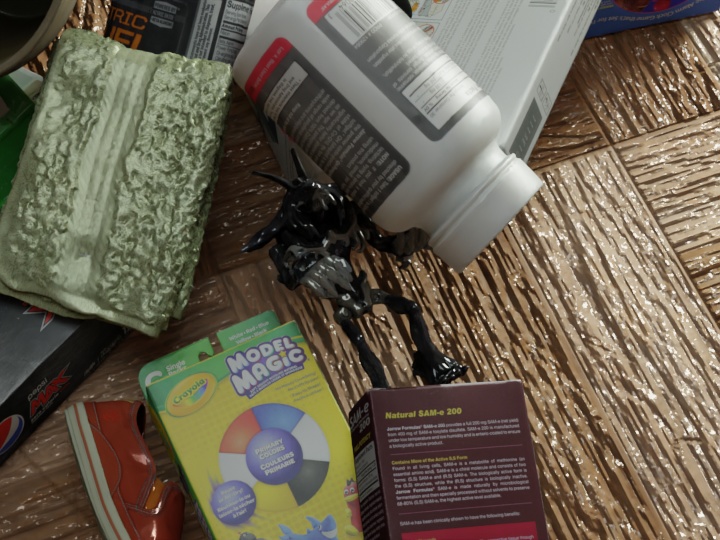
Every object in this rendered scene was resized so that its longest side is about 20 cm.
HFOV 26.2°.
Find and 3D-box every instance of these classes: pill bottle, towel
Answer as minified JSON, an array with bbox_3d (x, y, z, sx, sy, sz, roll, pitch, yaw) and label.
[{"bbox_3d":[-0.139,-0.176,1.156,0.105,0.106,0.203,17,98,12],"label":"pill bottle"},{"bbox_3d":[0.021,-0.097,1.003,0.200,0.111,0.111,45,65,2],"label":"pill bottle"},{"bbox_3d":[-0.171,-0.063,1.072,0.146,0.037,0.203,13,78,6],"label":"towel"}]

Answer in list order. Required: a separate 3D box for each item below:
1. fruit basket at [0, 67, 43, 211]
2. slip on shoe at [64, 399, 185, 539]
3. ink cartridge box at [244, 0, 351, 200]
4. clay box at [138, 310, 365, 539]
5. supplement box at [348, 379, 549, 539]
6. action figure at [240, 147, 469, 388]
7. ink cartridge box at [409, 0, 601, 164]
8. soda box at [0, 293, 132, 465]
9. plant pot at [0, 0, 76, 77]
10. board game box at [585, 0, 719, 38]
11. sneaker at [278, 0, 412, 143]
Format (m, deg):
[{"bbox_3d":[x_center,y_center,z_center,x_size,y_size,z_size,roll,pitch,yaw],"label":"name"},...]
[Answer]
[{"bbox_3d":[-0.340,-0.112,1.181,0.199,0.094,0.185,32,64,25],"label":"fruit basket"},{"bbox_3d":[-0.141,0.164,1.013,0.060,0.075,0.201,-17,53,-14],"label":"slip on shoe"},{"bbox_3d":[-0.009,-0.147,1.206,0.144,0.084,0.201,-19,59,-12],"label":"ink cartridge box"},{"bbox_3d":[-0.064,0.124,1.033,0.114,0.048,0.202,-23,70,-15],"label":"clay box"},{"bbox_3d":[0.060,0.175,0.970,0.107,0.061,0.203,-1,71,-17],"label":"supplement box"},{"bbox_3d":[0.000,0.000,1.064,0.118,0.102,0.201,-31,89,-27],"label":"action figure"},{"bbox_3d":[0.067,-0.157,1.140,0.172,0.044,0.201,7,55,32],"label":"ink cartridge box"},{"bbox_3d":[-0.246,0.070,1.078,0.070,0.064,0.200,32,62,20],"label":"soda box"},{"bbox_3d":[-0.276,-0.239,1.132,0.197,0.174,0.203,2,100,10],"label":"plant pot"},{"bbox_3d":[0.202,-0.252,1.244,0.197,0.135,0.045,-12,57,-8],"label":"board game box"},{"bbox_3d":[-0.010,-0.176,1.112,0.086,0.074,0.201,-7,44,29],"label":"sneaker"}]
